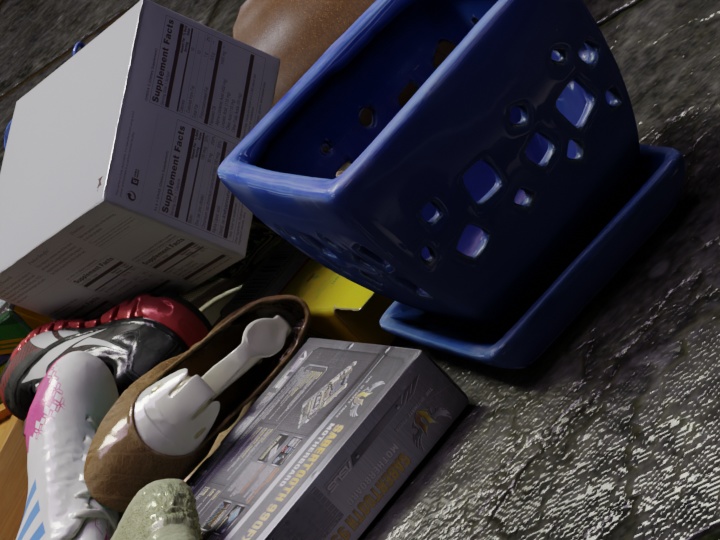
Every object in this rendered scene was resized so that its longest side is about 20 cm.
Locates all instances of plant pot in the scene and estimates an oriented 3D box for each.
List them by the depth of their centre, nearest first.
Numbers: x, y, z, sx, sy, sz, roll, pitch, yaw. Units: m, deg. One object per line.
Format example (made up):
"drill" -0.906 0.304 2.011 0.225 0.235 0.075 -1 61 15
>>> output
"plant pot" 0.063 -0.059 1.498 0.200 0.180 0.200 -47 19 -12
"plant pot" 0.022 -0.199 1.879 0.198 0.200 0.200 -40 18 34

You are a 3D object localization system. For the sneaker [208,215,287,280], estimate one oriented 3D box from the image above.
"sneaker" -0.079 -0.028 1.733 0.085 0.078 0.200 -57 14 -18

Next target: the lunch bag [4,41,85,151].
"lunch bag" -0.178 -0.098 2.005 0.132 0.200 0.136 -19 25 43

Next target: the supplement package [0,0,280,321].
"supplement package" -0.161 -0.066 1.708 0.200 0.111 0.156 -28 47 52

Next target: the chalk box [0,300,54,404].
"chalk box" -0.289 0.088 1.947 0.200 0.124 0.125 -34 22 26

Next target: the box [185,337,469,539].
"box" -0.044 0.130 1.503 0.200 0.048 0.158 -50 21 -17

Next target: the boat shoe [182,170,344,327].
"boat shoe" -0.088 -0.019 1.856 0.202 0.075 0.075 -36 21 17

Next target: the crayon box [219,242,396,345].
"crayon box" 0.000 0.000 1.686 0.127 0.051 0.200 -50 21 -20

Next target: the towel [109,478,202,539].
"towel" -0.149 0.227 1.435 0.200 0.036 0.148 -53 26 16

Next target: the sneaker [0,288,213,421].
"sneaker" -0.190 0.077 1.705 0.200 0.071 0.098 -18 30 42

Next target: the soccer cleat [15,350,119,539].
"soccer cleat" -0.176 0.148 1.570 0.086 0.070 0.200 -9 66 49

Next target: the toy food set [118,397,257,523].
"toy food set" -0.138 0.131 1.681 0.198 0.049 0.200 -45 20 -5

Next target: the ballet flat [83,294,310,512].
"ballet flat" -0.096 0.075 1.571 0.200 0.068 0.072 -39 -3 -39

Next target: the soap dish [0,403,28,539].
"soap dish" -0.279 0.182 1.793 0.157 0.081 0.200 -29 25 33
